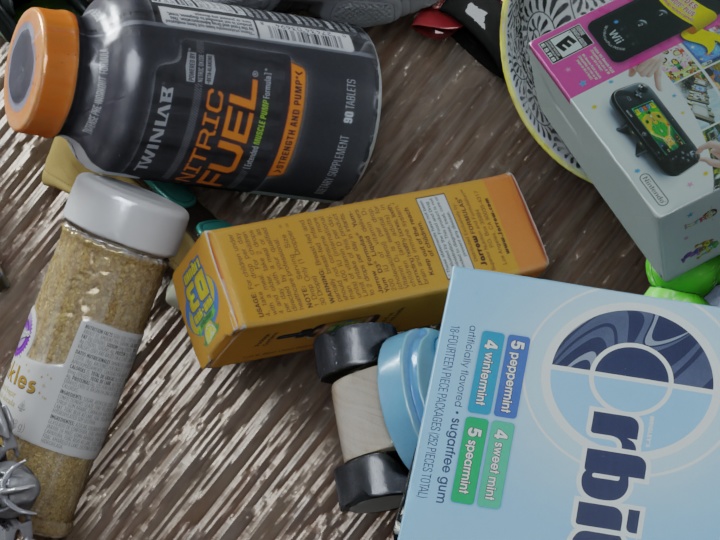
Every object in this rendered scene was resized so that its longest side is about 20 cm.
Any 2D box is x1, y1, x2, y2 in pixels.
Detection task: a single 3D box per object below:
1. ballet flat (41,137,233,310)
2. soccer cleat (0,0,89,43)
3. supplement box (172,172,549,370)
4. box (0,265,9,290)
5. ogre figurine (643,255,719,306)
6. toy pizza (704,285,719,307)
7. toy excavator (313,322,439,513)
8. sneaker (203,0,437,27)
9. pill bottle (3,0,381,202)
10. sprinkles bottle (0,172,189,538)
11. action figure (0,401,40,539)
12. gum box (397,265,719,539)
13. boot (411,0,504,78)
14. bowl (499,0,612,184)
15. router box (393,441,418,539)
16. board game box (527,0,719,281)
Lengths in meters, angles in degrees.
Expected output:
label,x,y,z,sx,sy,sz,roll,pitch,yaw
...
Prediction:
label,x,y,z,sx,sy,sz,roll,pitch,yaw
ballet flat,-0.105,-0.015,1.736,0.200,0.069,0.063,42,109,17
soccer cleat,-0.210,-0.175,1.773,0.200,0.081,0.068,43,81,15
supplement box,0.000,0.000,1.669,0.200,0.067,0.069,-13,71,-28
box,-0.303,-0.053,1.769,0.121,0.032,0.200,-26,74,-3
ogre figurine,0.197,0.053,1.590,0.120,0.098,0.200,13,106,-4
toy pizza,0.259,-0.042,1.648,0.200,0.032,0.200,-1,83,10
toy excavator,0.103,0.073,1.654,0.200,0.194,0.100,-18,70,29
sneaker,-0.039,-0.204,1.756,0.200,0.075,0.114,-5,71,20
pill bottle,-0.097,-0.100,1.688,0.200,0.106,0.106,6,72,-23
sprinkles bottle,-0.160,0.048,1.678,0.068,0.068,0.200,22,95,11
action figure,-0.247,0.127,1.647,0.200,0.069,0.130,-7,83,41
gum box,0.129,0.093,1.479,0.200,0.045,0.170,10,60,6
boot,0.068,-0.218,1.770,0.144,0.072,0.200,-33,77,-4
bowl,0.164,-0.149,1.695,0.201,0.094,0.201,-4,106,-13
router box,0.098,0.161,1.584,0.150,0.200,0.062,13,67,8
board game box,0.211,-0.101,1.587,0.200,0.064,0.148,-26,54,-9
